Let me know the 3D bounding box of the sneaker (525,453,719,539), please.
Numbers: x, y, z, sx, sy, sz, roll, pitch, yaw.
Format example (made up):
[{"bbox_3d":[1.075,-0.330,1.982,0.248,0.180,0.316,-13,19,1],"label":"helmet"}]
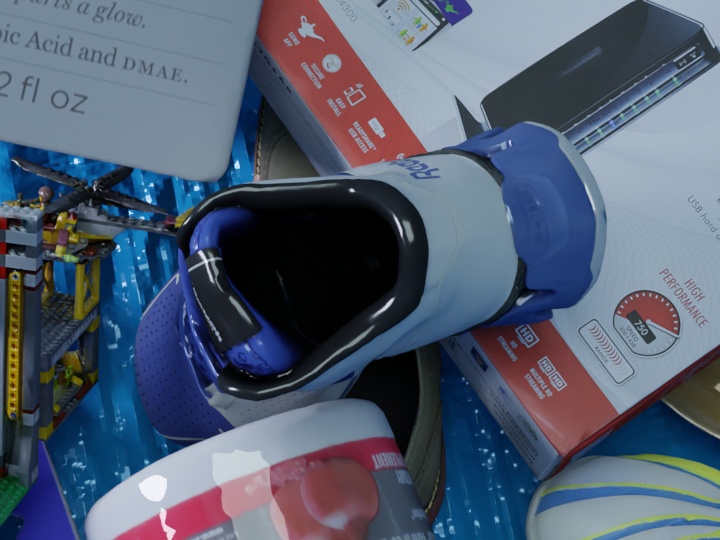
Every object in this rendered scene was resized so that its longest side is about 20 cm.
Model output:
[{"bbox_3d":[0.155,0.111,0.859,0.199,0.105,0.076,22,74,7],"label":"sneaker"}]

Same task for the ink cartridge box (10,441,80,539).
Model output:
[{"bbox_3d":[-0.196,0.109,0.836,0.199,0.044,0.198,-24,31,-7],"label":"ink cartridge box"}]

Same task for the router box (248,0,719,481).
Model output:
[{"bbox_3d":[0.080,-0.057,0.881,0.179,0.049,0.200,-34,79,-13],"label":"router box"}]

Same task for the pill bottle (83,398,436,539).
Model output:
[{"bbox_3d":[-0.008,0.153,0.796,0.110,0.111,0.201,-21,77,-6],"label":"pill bottle"}]

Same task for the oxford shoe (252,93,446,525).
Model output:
[{"bbox_3d":[0.000,0.000,0.911,0.070,0.075,0.201,-11,73,-3],"label":"oxford shoe"}]

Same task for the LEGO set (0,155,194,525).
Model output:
[{"bbox_3d":[-0.160,0.004,0.835,0.153,0.200,0.117,11,112,17],"label":"LEGO set"}]

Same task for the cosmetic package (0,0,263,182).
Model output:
[{"bbox_3d":[-0.125,-0.151,0.859,0.164,0.165,0.201,10,96,-24],"label":"cosmetic package"}]

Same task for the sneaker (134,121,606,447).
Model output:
[{"bbox_3d":[-0.028,0.005,0.795,0.115,0.199,0.081,-8,79,-44],"label":"sneaker"}]

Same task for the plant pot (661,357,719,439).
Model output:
[{"bbox_3d":[0.178,-0.024,0.921,0.198,0.027,0.202,-1,79,4],"label":"plant pot"}]
